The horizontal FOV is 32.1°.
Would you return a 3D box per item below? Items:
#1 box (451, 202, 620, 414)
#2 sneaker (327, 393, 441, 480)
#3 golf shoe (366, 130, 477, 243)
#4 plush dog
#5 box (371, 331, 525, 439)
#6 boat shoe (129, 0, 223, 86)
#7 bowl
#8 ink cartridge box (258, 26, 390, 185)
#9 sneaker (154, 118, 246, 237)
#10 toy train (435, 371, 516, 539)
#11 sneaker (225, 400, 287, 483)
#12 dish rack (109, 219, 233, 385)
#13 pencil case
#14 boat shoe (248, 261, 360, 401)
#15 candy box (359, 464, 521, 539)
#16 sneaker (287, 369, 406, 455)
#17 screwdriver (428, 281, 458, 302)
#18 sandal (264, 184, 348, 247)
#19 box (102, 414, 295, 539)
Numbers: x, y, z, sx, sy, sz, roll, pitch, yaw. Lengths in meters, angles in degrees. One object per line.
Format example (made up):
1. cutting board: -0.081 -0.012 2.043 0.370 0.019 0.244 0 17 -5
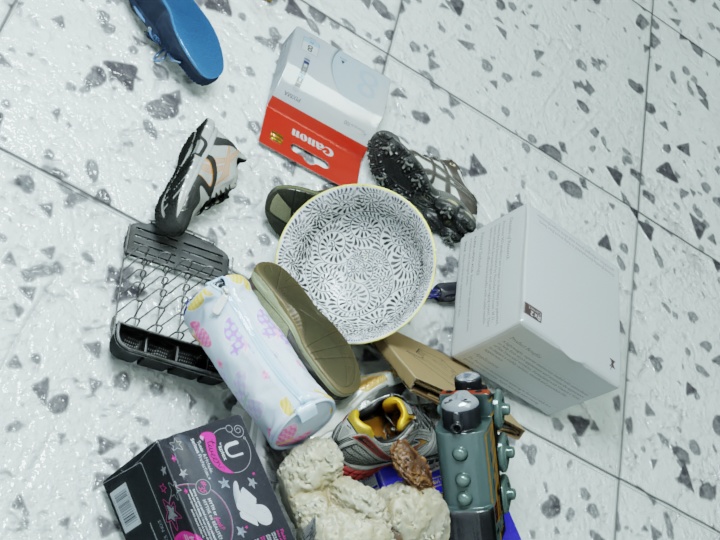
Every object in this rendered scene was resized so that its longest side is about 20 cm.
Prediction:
1. box: 0.240 0.054 1.685 0.199 0.131 0.200 32 48 -30
2. sneaker: 0.050 0.183 1.426 0.200 0.082 0.078 -8 48 -45
3. golf shoe: 0.088 -0.130 1.751 0.200 0.078 0.095 47 42 -19
4. plush dog: 0.016 0.278 1.323 0.172 0.160 0.200 -13 114 -22
5. box: 0.099 0.132 1.544 0.163 0.021 0.200 26 9 -22
6. boat shoe: -0.245 -0.322 1.627 0.084 0.069 0.200 -16 75 -50
7. bowl: 0.000 0.000 1.566 0.200 0.094 0.201 -2 78 9
8. ink cartridge box: -0.047 -0.223 1.721 0.160 0.047 0.200 27 48 -21
9. sneaker: -0.188 -0.106 1.519 0.080 0.074 0.200 38 39 -19
10. toy train: 0.125 0.217 1.393 0.114 0.085 0.200 -48 135 -68
11. sneaker: -0.127 0.162 1.412 0.200 0.082 0.075 -87 153 -53
12. dish rack: -0.210 0.030 1.444 0.153 0.055 0.200 20 53 -27
13. pencil case: -0.109 0.096 1.347 0.083 0.091 0.200 -18 59 -35
14. boat shoe: -0.074 0.080 1.484 0.072 0.066 0.201 -9 55 -50
15. candy box: 0.099 0.312 1.482 0.169 0.077 0.200 -9 70 -38
16. sneaker: -0.011 0.186 1.493 0.200 0.076 0.088 -29 96 -38
17. screwdriver: 0.069 0.035 1.672 0.200 0.029 0.028 -7 68 -32
18. sandal: -0.038 -0.069 1.628 0.201 0.080 0.057 12 30 -33
19. box: -0.156 0.272 1.282 0.115 0.132 0.200 -12 71 -44
